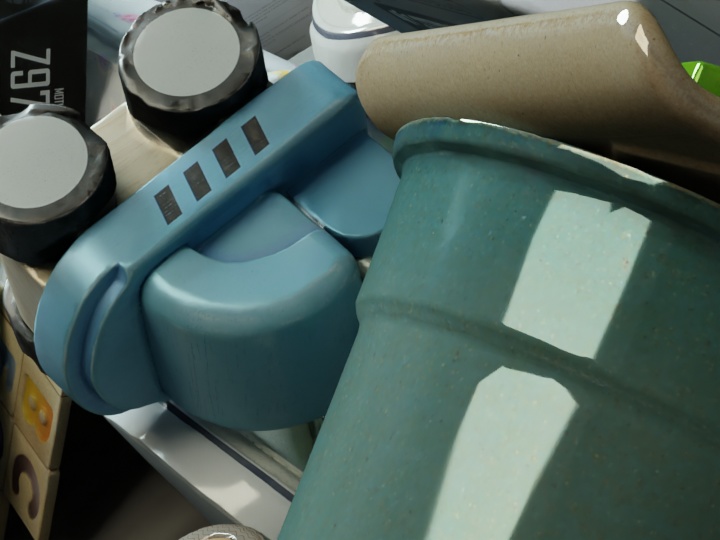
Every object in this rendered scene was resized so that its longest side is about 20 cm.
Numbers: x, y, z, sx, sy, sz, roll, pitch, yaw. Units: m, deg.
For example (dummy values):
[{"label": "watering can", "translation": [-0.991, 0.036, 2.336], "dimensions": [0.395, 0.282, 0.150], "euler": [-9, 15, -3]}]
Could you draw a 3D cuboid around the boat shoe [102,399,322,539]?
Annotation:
[{"label": "boat shoe", "translation": [-0.040, 0.042, 0.987], "dimensions": [0.086, 0.075, 0.202], "euler": [-46, 26, -5]}]

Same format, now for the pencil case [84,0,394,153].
[{"label": "pencil case", "translation": [-0.065, -0.057, 1.083], "dimensions": [0.083, 0.091, 0.200], "euler": [-58, 35, -3]}]

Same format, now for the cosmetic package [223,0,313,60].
[{"label": "cosmetic package", "translation": [-0.025, -0.186, 1.151], "dimensions": [0.051, 0.082, 0.201], "euler": [-29, 33, 40]}]

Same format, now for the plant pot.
[{"label": "plant pot", "translation": [0.057, 0.094, 0.743], "dimensions": [0.200, 0.200, 0.197], "euler": [15, 75, 51]}]

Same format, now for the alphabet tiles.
[{"label": "alphabet tiles", "translation": [-0.157, 0.006, 1.078], "dimensions": [0.200, 0.006, 0.167], "euler": [48, 134, 43]}]

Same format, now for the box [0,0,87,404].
[{"label": "box", "translation": [-0.165, -0.060, 1.125], "dimensions": [0.160, 0.043, 0.202], "euler": [26, 119, 54]}]

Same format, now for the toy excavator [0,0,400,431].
[{"label": "toy excavator", "translation": [0.000, 0.000, 0.900], "dimensions": [0.194, 0.100, 0.200], "euler": [-38, 63, -19]}]

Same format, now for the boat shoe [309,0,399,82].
[{"label": "boat shoe", "translation": [0.017, -0.133, 1.041], "dimensions": [0.071, 0.066, 0.200], "euler": [-9, 26, 17]}]

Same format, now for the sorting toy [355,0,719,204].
[{"label": "sorting toy", "translation": [0.111, -0.013, 0.729], "dimensions": [0.037, 0.199, 0.185], "euler": [-63, 19, -9]}]

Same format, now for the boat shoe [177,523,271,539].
[{"label": "boat shoe", "translation": [-0.031, 0.181, 0.841], "dimensions": [0.075, 0.072, 0.201], "euler": [-4, 70, 24]}]

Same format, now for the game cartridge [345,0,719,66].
[{"label": "game cartridge", "translation": [0.059, -0.072, 0.794], "dimensions": [0.200, 0.133, 0.041], "euler": [24, 91, 59]}]
